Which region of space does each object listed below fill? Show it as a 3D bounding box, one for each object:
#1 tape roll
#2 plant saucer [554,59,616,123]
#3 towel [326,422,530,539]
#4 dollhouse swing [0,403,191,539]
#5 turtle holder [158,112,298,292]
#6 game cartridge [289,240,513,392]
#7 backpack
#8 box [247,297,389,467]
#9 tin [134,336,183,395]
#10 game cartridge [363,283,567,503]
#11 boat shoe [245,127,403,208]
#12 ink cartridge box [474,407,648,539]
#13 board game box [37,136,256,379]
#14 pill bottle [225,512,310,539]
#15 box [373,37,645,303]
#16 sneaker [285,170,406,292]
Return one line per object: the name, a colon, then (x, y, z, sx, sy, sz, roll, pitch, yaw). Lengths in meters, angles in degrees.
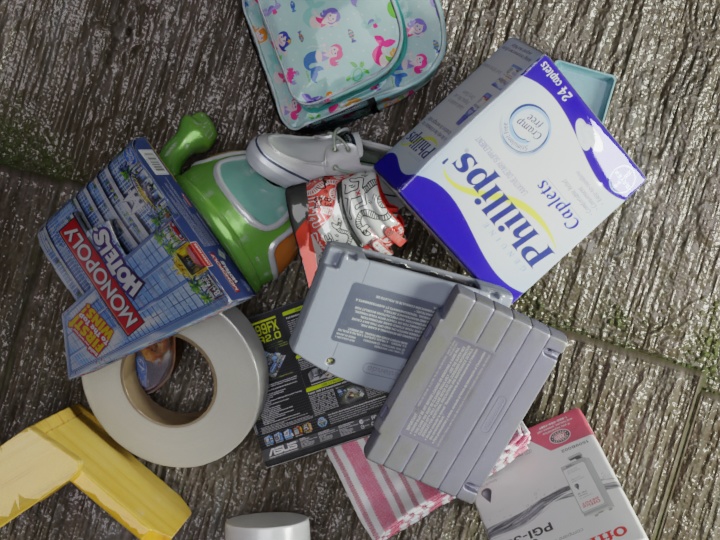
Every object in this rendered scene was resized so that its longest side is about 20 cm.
tape roll: (-0.195, 0.108, 1.444, 0.202, 0.037, 0.204, 4, 108, 13)
plant saucer: (0.215, -0.122, 1.491, 0.070, 0.019, 0.201, 16, 93, 2)
towel: (0.065, 0.178, 1.457, 0.200, 0.030, 0.147, -33, 52, 2)
dollhouse swing: (-0.304, 0.245, 1.424, 0.182, 0.200, 0.176, -35, 90, 2)
turtle holder: (-0.135, -0.067, 1.458, 0.132, 0.141, 0.185, -36, 49, -12)
game cartridge: (0.037, 0.055, 1.360, 0.199, 0.042, 0.133, 15, 116, -18)
backpack: (-0.011, -0.250, 1.437, 0.199, 0.151, 0.178, -19, 89, -3)
box: (-0.028, 0.104, 1.462, 0.199, 0.044, 0.161, -20, 82, 14)
tin: (-0.245, 0.036, 1.472, 0.112, 0.042, 0.201, 6, 108, 7)
game cartridge: (0.100, 0.122, 1.358, 0.129, 0.038, 0.200, 26, 108, -7)
boat shoe: (-0.022, -0.120, 1.433, 0.200, 0.074, 0.067, 9, 131, -36)
ink cartridge box: (0.201, 0.255, 1.405, 0.146, 0.200, 0.083, -23, 126, 2)
board game box: (-0.240, 0.006, 1.375, 0.200, 0.062, 0.200, -40, 81, 20)
pill bottle: (-0.095, 0.363, 1.459, 0.119, 0.120, 0.201, -2, 90, 2)
box: (0.151, -0.098, 1.401, 0.200, 0.105, 0.184, -43, 114, 3)
sneaker: (0.000, 0.000, 1.389, 0.108, 0.067, 0.202, -14, 100, 5)
